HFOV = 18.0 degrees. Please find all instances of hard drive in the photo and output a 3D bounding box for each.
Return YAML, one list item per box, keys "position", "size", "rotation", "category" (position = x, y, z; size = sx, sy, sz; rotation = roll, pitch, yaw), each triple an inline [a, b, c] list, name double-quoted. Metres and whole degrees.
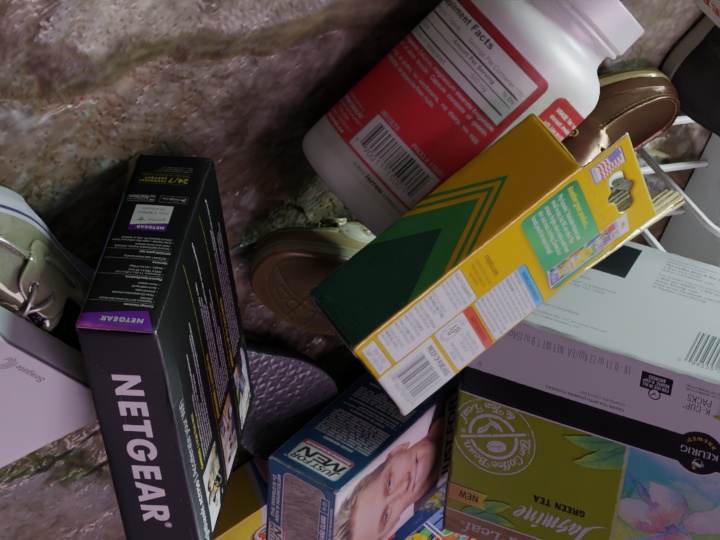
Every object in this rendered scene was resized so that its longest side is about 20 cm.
- position: [-0.255, 0.092, 1.318]
  size: [0.200, 0.027, 0.132]
  rotation: [-27, 149, 16]
  category: "hard drive"

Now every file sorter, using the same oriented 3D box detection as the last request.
- position: [0.234, 0.002, 1.637]
  size: [0.124, 0.139, 0.200]
  rotation: [-10, 137, -34]
  category: "file sorter"

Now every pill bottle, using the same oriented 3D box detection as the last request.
- position: [0.070, -0.106, 1.374]
  size: [0.200, 0.112, 0.112]
  rotation: [-43, 146, 7]
  category: "pill bottle"

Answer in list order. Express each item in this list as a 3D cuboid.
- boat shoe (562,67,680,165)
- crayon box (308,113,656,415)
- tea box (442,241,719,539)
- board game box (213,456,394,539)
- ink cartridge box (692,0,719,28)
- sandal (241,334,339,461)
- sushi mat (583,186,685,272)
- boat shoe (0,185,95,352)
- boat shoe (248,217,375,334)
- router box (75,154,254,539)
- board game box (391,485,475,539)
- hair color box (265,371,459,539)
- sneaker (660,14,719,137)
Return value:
- position: [0.135, -0.070, 1.519]
  size: [0.200, 0.068, 0.072]
  rotation: [-26, 144, -19]
  category: "boat shoe"
- position: [0.075, -0.011, 1.343]
  size: [0.200, 0.052, 0.126]
  rotation: [-38, 154, -1]
  category: "crayon box"
- position: [0.177, 0.097, 1.538]
  size: [0.134, 0.200, 0.197]
  rotation: [-50, 151, -50]
  category: "tea box"
- position: [-0.080, 0.204, 1.660]
  size: [0.200, 0.040, 0.153]
  rotation: [-34, 146, -8]
  category: "board game box"
- position: [0.258, -0.217, 1.392]
  size: [0.084, 0.146, 0.200]
  rotation: [-31, 145, -9]
  category: "ink cartridge box"
- position: [-0.086, 0.070, 1.506]
  size: [0.076, 0.043, 0.200]
  rotation: [-52, 135, 7]
  category: "sandal"
- position: [0.123, -0.016, 1.491]
  size: [0.200, 0.096, 0.012]
  rotation: [-32, 118, -43]
  category: "sushi mat"
- position: [-0.192, 0.008, 1.302]
  size: [0.072, 0.062, 0.200]
  rotation: [-44, 146, 7]
  category: "boat shoe"
- position: [0.002, -0.001, 1.494]
  size: [0.200, 0.063, 0.073]
  rotation: [9, 137, -41]
  category: "boat shoe"
- position: [-0.111, 0.055, 1.337]
  size: [0.051, 0.149, 0.200]
  rotation: [2, 132, 11]
  category: "router box"
- position: [0.073, 0.203, 1.809]
  size: [0.200, 0.034, 0.135]
  rotation: [-40, 147, 2]
  category: "board game box"
- position: [0.017, 0.124, 1.572]
  size: [0.200, 0.060, 0.100]
  rotation: [-39, 145, -40]
  category: "hair color box"
- position: [0.303, -0.165, 1.532]
  size: [0.075, 0.106, 0.200]
  rotation: [13, 121, -50]
  category: "sneaker"
